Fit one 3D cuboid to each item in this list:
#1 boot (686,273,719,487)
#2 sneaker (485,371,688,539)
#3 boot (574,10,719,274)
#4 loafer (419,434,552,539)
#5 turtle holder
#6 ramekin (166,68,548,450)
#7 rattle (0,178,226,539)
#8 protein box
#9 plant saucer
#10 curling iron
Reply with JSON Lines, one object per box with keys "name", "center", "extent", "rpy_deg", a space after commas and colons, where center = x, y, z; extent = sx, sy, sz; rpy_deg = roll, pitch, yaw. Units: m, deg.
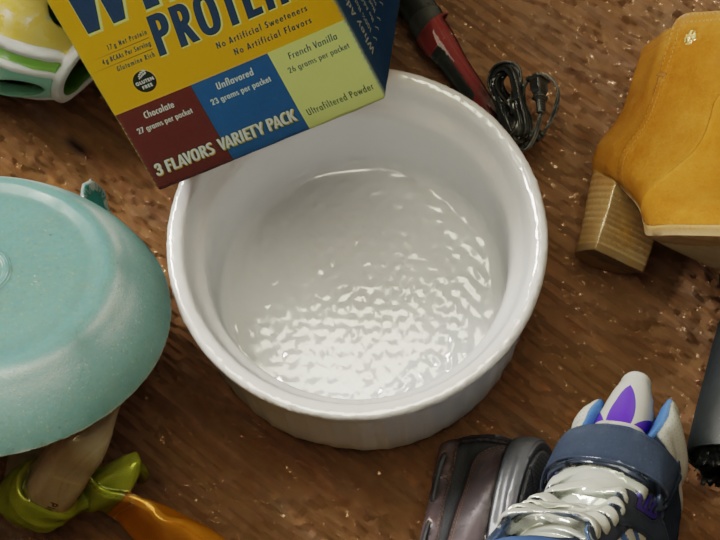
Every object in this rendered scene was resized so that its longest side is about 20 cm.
{"name": "boot", "center": [0.278, 0.045, 1.361], "extent": [0.200, 0.076, 0.168], "rpy_deg": [3, 64, 11]}
{"name": "sneaker", "center": [0.109, 0.113, 1.279], "extent": [0.080, 0.200, 0.147], "rpy_deg": [5, 74, 24]}
{"name": "boot", "center": [0.192, -0.071, 1.362], "extent": [0.071, 0.201, 0.144], "rpy_deg": [25, 78, -29]}
{"name": "loafer", "center": [0.046, 0.176, 1.333], "extent": [0.063, 0.072, 0.200], "rpy_deg": [7, 61, 26]}
{"name": "turtle holder", "center": [-0.186, -0.172, 1.417], "extent": [0.132, 0.186, 0.141], "rpy_deg": [44, 52, 4]}
{"name": "ramekin", "center": [0.000, 0.000, 1.382], "extent": [0.200, 0.098, 0.201], "rpy_deg": [-1, 69, 2]}
{"name": "rattle", "center": [-0.113, 0.058, 1.382], "extent": [0.143, 0.130, 0.200], "rpy_deg": [11, 42, -5]}
{"name": "protein box", "center": [-0.080, -0.190, 1.341], "extent": [0.135, 0.199, 0.200], "rpy_deg": [-21, 26, 17]}
{"name": "plant saucer", "center": [-0.197, 0.012, 1.301], "extent": [0.200, 0.036, 0.200], "rpy_deg": [0, 44, 0]}
{"name": "curling iron", "center": [0.049, -0.143, 1.472], "extent": [0.050, 0.026, 0.200], "rpy_deg": [-48, 60, 18]}
